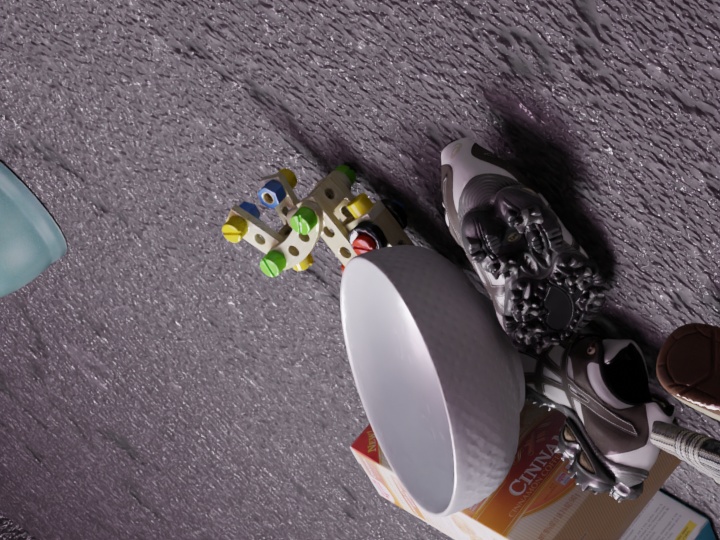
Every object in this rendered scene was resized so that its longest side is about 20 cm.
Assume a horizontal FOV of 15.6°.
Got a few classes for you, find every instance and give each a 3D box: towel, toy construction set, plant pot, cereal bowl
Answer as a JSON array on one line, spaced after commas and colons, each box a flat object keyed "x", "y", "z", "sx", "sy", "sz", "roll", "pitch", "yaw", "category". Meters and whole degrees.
[{"x": 0.311, "y": 0.171, "z": 1.771, "sx": 0.200, "sy": 0.035, "sz": 0.192, "roll": 32, "pitch": 173, "yaw": -40, "category": "towel"}, {"x": 0.000, "y": 0.000, "z": 2.027, "sx": 0.200, "sy": 0.092, "sz": 0.131, "roll": 41, "pitch": 139, "yaw": -21, "category": "toy construction set"}, {"x": -0.428, "y": -0.040, "z": 2.774, "sx": 0.200, "sy": 0.134, "sz": 0.200, "roll": 38, "pitch": 162, "yaw": 15, "category": "plant pot"}, {"x": 0.061, "y": 0.072, "z": 1.897, "sx": 0.200, "sy": 0.083, "sz": 0.201, "roll": 161, "pitch": 90, "yaw": -72, "category": "cereal bowl"}]

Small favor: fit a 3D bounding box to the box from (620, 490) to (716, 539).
[{"x": 0.182, "y": 0.196, "z": 2.114, "sx": 0.200, "sy": 0.082, "sz": 0.049, "roll": 30, "pitch": 160, "yaw": 35, "category": "box"}]

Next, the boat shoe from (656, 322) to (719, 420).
[{"x": 0.289, "y": 0.092, "z": 1.690, "sx": 0.202, "sy": 0.075, "sz": 0.075, "roll": 31, "pitch": 179, "yaw": 36, "category": "boat shoe"}]

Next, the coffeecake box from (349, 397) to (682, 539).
[{"x": 0.118, "y": 0.136, "z": 1.991, "sx": 0.200, "sy": 0.154, "sz": 0.073, "roll": 27, "pitch": 158, "yaw": 39, "category": "coffeecake box"}]

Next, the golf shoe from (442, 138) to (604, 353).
[{"x": 0.107, "y": -0.020, "z": 1.791, "sx": 0.095, "sy": 0.078, "sz": 0.200, "roll": 60, "pitch": 178, "yaw": 35, "category": "golf shoe"}]

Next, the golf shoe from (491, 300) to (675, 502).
[{"x": 0.164, "y": 0.071, "z": 1.901, "sx": 0.078, "sy": 0.095, "sz": 0.200, "roll": 10, "pitch": -145, "yaw": -43, "category": "golf shoe"}]
